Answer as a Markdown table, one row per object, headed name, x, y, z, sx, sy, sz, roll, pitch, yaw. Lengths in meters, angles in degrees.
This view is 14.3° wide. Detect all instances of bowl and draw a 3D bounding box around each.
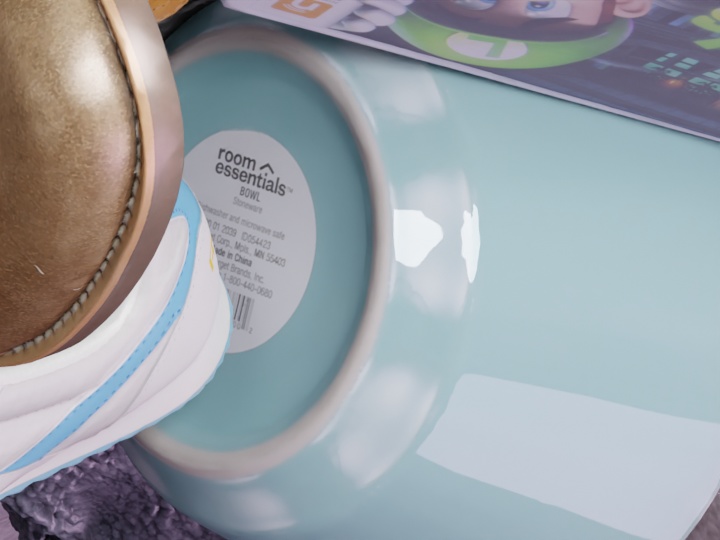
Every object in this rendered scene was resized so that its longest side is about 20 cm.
| name | x | y | z | sx | sy | sz | roll | pitch | yaw |
| --- | --- | --- | --- | --- | --- | --- | --- | --- | --- |
| bowl | 0.000 | 0.000 | 0.759 | 0.105 | 0.201 | 0.201 | 6 | 138 | -48 |

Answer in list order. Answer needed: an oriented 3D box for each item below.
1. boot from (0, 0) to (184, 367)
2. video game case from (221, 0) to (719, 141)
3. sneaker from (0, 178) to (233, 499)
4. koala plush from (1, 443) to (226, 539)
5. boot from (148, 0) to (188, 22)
| name | x | y | z | sx | sy | sz | roll | pitch | yaw |
| --- | --- | --- | --- | --- | --- | --- | --- | --- | --- |
| boot | -0.106 | -0.008 | 0.536 | 0.075 | 0.074 | 0.200 | -13 | 176 | -40 |
| video game case | 0.094 | -0.066 | 0.632 | 0.200 | 0.023 | 0.182 | 13 | 164 | -24 |
| sneaker | -0.121 | 0.038 | 0.669 | 0.200 | 0.077 | 0.081 | -40 | 157 | -14 |
| koala plush | -0.024 | 0.086 | 0.930 | 0.177 | 0.200 | 0.184 | -39 | 169 | 5 |
| boot | -0.036 | -0.091 | 0.515 | 0.144 | 0.071 | 0.201 | -46 | 171 | 33 |
